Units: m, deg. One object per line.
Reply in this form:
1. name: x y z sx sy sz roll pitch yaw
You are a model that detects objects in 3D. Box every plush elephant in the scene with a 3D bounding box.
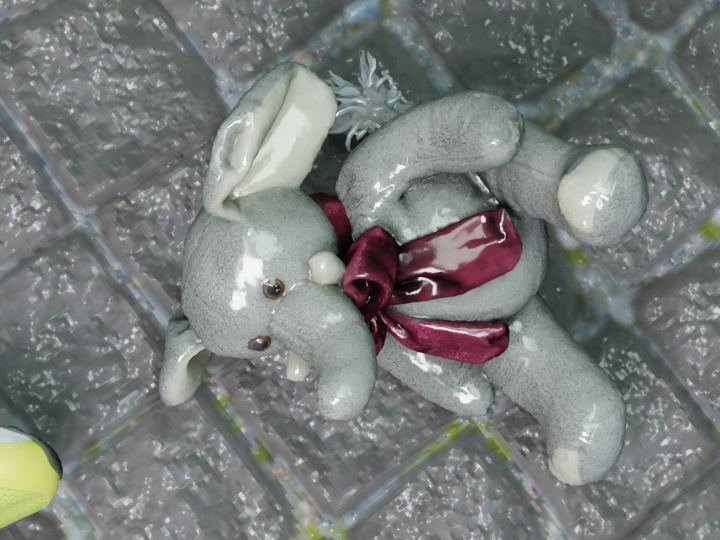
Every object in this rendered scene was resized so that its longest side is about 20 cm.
1. plush elephant: 0.000 0.000 1.148 0.155 0.165 0.200 -27 53 -30

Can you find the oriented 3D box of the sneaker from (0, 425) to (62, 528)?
1. sneaker: -0.202 0.127 1.107 0.199 0.078 0.091 -25 65 -5
